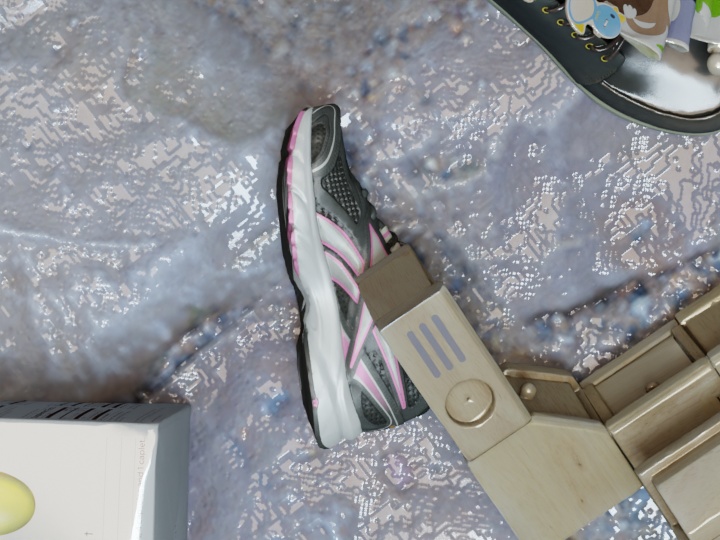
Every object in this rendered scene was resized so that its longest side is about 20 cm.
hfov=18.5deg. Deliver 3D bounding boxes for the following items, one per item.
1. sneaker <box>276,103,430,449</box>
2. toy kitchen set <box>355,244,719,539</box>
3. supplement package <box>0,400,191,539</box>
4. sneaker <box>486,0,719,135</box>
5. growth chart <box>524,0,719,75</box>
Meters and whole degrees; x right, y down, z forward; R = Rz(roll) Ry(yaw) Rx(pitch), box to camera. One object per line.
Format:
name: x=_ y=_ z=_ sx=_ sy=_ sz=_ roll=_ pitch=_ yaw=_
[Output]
sneaker: x=0.000 y=0.000 z=1.313 sx=0.086 sy=0.080 sz=0.201 roll=-8 pitch=97 yaw=-8
toy kitchen set: x=0.138 y=0.048 z=1.217 sx=0.199 sy=0.163 sz=0.181 roll=-34 pitch=113 yaw=3
supplement package: x=-0.207 y=0.173 z=1.282 sx=0.199 sy=0.147 sz=0.193 roll=1 pitch=90 yaw=3
sneaker: x=0.138 y=-0.145 z=1.277 sx=0.199 sy=0.106 sz=0.075 roll=34 pitch=92 yaw=4
growth chart: x=0.141 y=-0.186 z=1.239 sx=0.199 sy=0.018 sz=0.146 roll=24 pitch=55 yaw=-31
